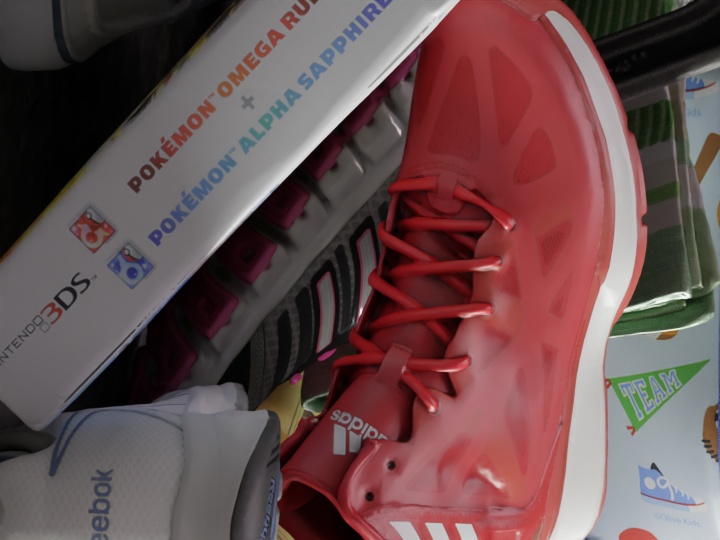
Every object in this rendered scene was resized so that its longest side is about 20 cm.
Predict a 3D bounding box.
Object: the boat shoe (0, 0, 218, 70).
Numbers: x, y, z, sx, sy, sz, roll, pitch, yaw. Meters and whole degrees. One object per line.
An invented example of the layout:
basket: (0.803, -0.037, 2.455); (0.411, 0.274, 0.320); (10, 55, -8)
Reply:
boat shoe: (-0.056, -0.112, 0.785); (0.200, 0.065, 0.074); (-66, 158, -61)

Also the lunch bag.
lunch bag: (0.100, 0.016, 1.057); (0.124, 0.170, 0.201); (0, 93, -55)

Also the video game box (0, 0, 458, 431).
video game box: (-0.024, -0.059, 0.767); (0.182, 0.047, 0.200); (-47, -176, 22)

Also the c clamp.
c clamp: (0.087, -0.109, 0.973); (0.171, 0.199, 0.027); (-105, 171, -51)

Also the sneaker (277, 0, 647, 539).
sneaker: (0.025, 0.018, 0.795); (0.115, 0.078, 0.201); (-28, 120, -44)

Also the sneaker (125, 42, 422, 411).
sneaker: (0.000, 0.000, 0.884); (0.200, 0.087, 0.074); (-52, -157, 5)

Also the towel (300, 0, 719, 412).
towel: (0.052, -0.041, 0.965); (0.200, 0.152, 0.023); (-89, 157, -44)

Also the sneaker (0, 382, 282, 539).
sneaker: (-0.074, 0.064, 0.772); (0.200, 0.087, 0.075); (141, -46, -79)

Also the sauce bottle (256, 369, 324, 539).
sauce bottle: (-0.034, 0.044, 0.961); (0.066, 0.066, 0.200); (83, 19, -48)
